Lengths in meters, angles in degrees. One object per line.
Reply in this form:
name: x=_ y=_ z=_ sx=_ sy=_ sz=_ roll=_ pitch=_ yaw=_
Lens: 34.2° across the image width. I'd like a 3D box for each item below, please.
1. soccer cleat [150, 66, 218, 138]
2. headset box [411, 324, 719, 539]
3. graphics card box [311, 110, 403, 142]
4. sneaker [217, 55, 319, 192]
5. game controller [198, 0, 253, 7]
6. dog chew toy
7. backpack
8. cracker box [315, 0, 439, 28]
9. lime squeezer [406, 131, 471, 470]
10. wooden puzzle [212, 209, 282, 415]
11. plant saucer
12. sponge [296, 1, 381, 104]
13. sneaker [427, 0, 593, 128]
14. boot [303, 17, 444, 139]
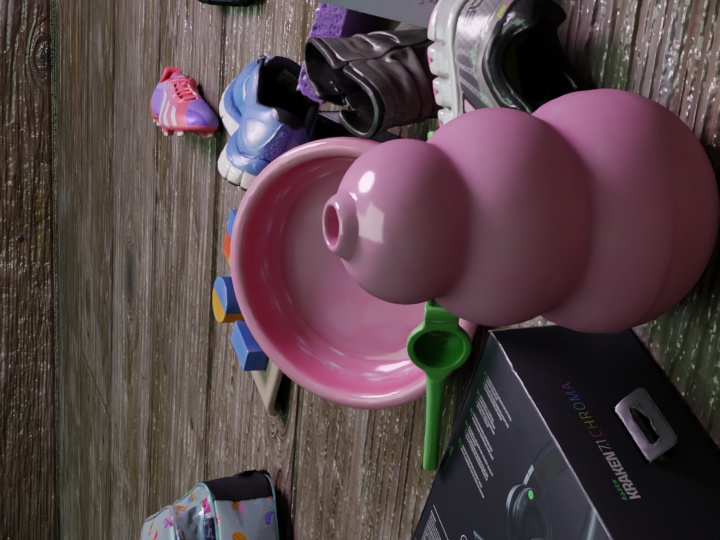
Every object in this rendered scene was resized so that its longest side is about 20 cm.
soccer cleat: x=-0.223 y=-0.211 z=1.470 sx=0.200 sy=0.066 sz=0.077 roll=-147 pitch=61 yaw=-66
headset box: x=0.119 y=0.149 z=0.649 sx=0.175 sy=0.092 sz=0.201 roll=-117 pitch=32 yaw=-45
graphics card box: x=-0.005 y=-0.057 z=0.974 sx=0.200 sy=0.050 sz=0.127 roll=-146 pitch=56 yaw=-62
sneaker: x=-0.065 y=-0.133 z=0.953 sx=0.089 sy=0.078 sz=0.200 roll=-56 pitch=21 yaw=23
game controller: x=-0.148 y=-0.349 z=1.306 sx=0.200 sy=0.042 sz=0.105 roll=30 pitch=107 yaw=63
dog chew toy: x=0.077 y=-0.027 z=0.584 sx=0.124 sy=0.198 sz=0.126 roll=177 pitch=90 yaw=-68
backpack: x=-0.155 y=0.338 z=1.282 sx=0.176 sy=0.152 sz=0.202 roll=-39 pitch=64 yaw=57
cracker box: x=0.047 y=-0.249 z=0.699 sx=0.058 sy=0.133 sz=0.201 roll=-77 pitch=1 yaw=-55
lime squeezer: x=0.040 y=0.022 z=0.663 sx=0.071 sy=0.037 sz=0.202 roll=-165 pitch=75 yaw=-72
wooden puzzle: x=-0.118 y=0.027 z=1.268 sx=0.186 sy=0.046 sz=0.201 roll=-121 pitch=34 yaw=-48
plant saucer: x=0.000 y=0.000 z=0.860 sx=0.199 sy=0.051 sz=0.202 roll=8 pitch=109 yaw=24
sponge: x=0.006 y=-0.229 z=0.862 sx=0.112 sy=0.030 sz=0.201 roll=-53 pitch=-14 yaw=-46
sneaker: x=0.098 y=-0.071 z=0.689 sx=0.087 sy=0.073 sz=0.202 roll=-2 pitch=102 yaw=51
boot: x=0.019 y=-0.152 z=0.795 sx=0.200 sy=0.130 sz=0.068 roll=-124 pitch=37 yaw=-51
